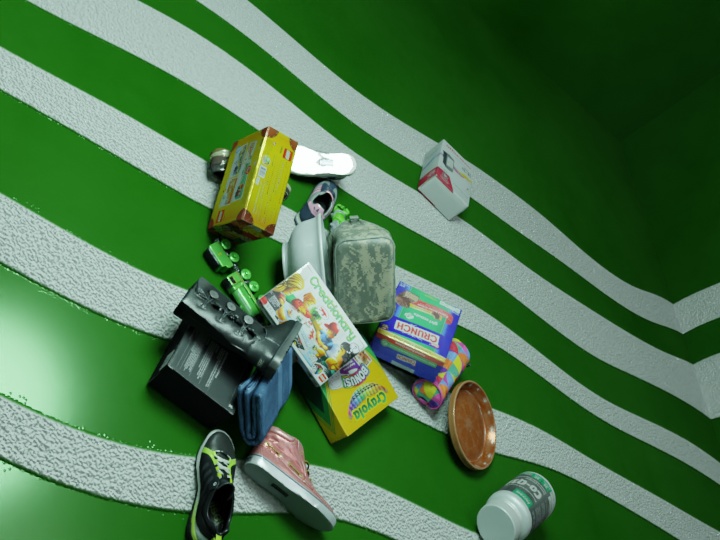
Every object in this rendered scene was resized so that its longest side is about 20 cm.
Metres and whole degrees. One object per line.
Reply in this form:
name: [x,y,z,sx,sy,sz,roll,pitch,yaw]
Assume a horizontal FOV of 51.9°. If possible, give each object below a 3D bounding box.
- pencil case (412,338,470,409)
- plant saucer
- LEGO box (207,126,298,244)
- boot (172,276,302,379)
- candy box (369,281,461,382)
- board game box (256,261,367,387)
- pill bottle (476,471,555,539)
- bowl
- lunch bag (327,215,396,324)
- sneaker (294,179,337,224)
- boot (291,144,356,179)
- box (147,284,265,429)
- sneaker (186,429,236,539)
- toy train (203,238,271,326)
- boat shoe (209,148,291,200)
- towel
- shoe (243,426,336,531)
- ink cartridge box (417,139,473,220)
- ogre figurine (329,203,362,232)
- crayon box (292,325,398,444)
pencil case: [0.192,0.240,1.731,0.089,0.088,0.200,53,37,-2]
plant saucer: [0.256,0.360,1.720,0.199,0.032,0.204,27,55,-48]
LEGO box: [-0.215,-0.166,1.470,0.076,0.148,0.204,24,71,-34]
boot: [-0.207,0.083,1.282,0.198,0.066,0.165,32,21,-2]
candy box: [0.127,0.137,1.691,0.167,0.078,0.201,24,39,4]
board game box: [-0.092,0.103,1.416,0.126,0.035,0.201,-37,93,-23]
pill bottle: [0.347,0.535,1.649,0.198,0.113,0.115,-11,70,-52]
bowl: [-0.114,-0.013,1.540,0.201,0.088,0.206,-6,90,-89]
lunch bag: [0.000,0.000,1.584,0.168,0.136,0.204,-107,-167,-70]
sneaker: [-0.083,-0.165,1.735,0.070,0.082,0.201,42,37,-14]
boot: [-0.113,-0.252,1.790,0.196,0.090,0.074,7,82,-16]
box: [-0.260,0.148,1.289,0.141,0.079,0.202,39,38,-17]
sneaker: [-0.219,0.344,1.177,0.071,0.082,0.203,28,44,-32]
toy train: [-0.236,0.028,1.445,0.056,0.042,0.202,-32,88,-44]
boat shoe: [-0.240,-0.190,1.593,0.199,0.071,0.067,27,54,-33]
towel: [-0.166,0.214,1.307,0.200,0.047,0.114,-61,154,-69]
shoe: [-0.108,0.363,1.297,0.200,0.071,0.091,42,43,-10]
ink cartridge box: [0.257,-0.273,2.207,0.147,0.085,0.202,40,40,-20]
ogre figurine: [-0.007,-0.068,1.735,0.203,0.097,0.120,67,24,-3]
crayon box: [-0.030,0.228,1.505,0.199,0.058,0.174,-24,81,-54]
